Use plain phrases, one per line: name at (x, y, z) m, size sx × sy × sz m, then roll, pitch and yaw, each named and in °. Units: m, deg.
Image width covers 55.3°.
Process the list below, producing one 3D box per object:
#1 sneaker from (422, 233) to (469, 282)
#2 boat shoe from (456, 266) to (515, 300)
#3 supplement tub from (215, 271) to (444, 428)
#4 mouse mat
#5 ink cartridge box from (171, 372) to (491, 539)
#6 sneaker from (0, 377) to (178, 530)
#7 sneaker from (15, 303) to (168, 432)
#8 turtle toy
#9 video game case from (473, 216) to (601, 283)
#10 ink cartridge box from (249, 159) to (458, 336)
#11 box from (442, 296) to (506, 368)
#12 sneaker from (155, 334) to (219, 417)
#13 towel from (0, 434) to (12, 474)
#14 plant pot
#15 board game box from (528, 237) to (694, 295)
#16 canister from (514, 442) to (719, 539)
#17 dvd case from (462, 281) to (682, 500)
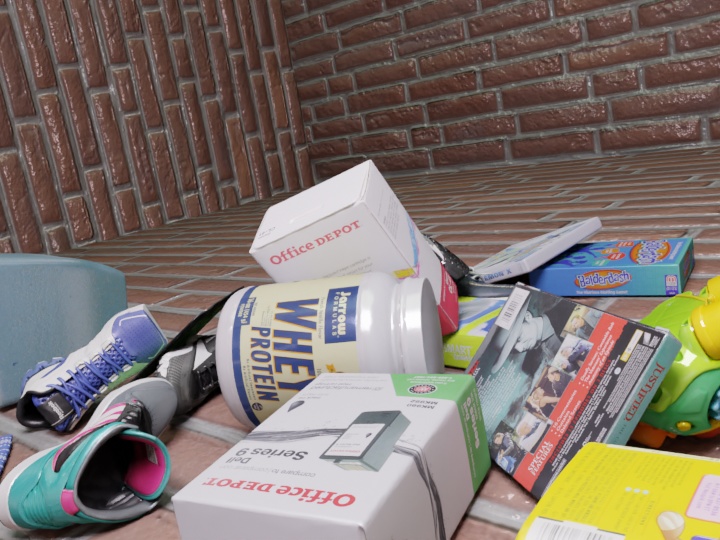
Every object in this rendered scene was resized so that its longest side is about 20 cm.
sneaker at (0.075, -0.003, 0.928) m, size 0.088 × 0.076 × 0.200 m, roll -54°, pitch 23°, yaw 2°
boat shoe at (0.136, 0.026, 0.955) m, size 0.199 × 0.062 × 0.075 m, roll -4°, pitch -19°, yaw 37°
supplement tub at (-0.025, 0.078, 0.680) m, size 0.199 × 0.146 × 0.145 m, roll -7°, pitch 12°, yaw 14°
mouse mat at (-0.228, 0.089, 0.888) m, size 0.161 × 0.008 × 0.200 m, roll -44°, pitch 3°, yaw 11°
ink cartridge box at (-0.009, 0.150, 0.486) m, size 0.145 × 0.085 × 0.200 m, roll -4°, pitch 14°, yaw 28°
sneaker at (-0.206, 0.156, 0.614) m, size 0.120 × 0.084 × 0.200 m, roll -9°, pitch 19°, yaw 31°
sneaker at (-0.324, 0.133, 0.815) m, size 0.199 × 0.081 × 0.115 m, roll -31°, pitch 22°, yaw 2°
turtle toy at (0.269, 0.074, 0.560) m, size 0.146 × 0.101 × 0.200 m, roll -34°, pitch -5°, yaw 40°
video game case at (0.245, -0.021, 1.057) m, size 0.200 × 0.022 × 0.182 m, roll -26°, pitch 3°, yaw -37°
ink cartridge box at (0.000, 0.000, 0.761) m, size 0.147 × 0.200 × 0.086 m, roll -22°, pitch 31°, yaw 24°
box at (0.139, 0.073, 0.809) m, size 0.122 × 0.048 × 0.199 m, roll -21°, pitch 15°, yaw -40°
sneaker at (-0.181, 0.115, 0.827) m, size 0.090 × 0.067 × 0.200 m, roll -11°, pitch 10°, yaw 5°
towel at (-0.430, 0.216, 0.671) m, size 0.144 × 0.024 × 0.200 m, roll -13°, pitch 12°, yaw -17°
plant pot at (-0.456, 0.067, 1.009) m, size 0.199 × 0.198 × 0.195 m, roll -8°, pitch 8°, yaw -40°
board game box at (0.362, -0.005, 0.987) m, size 0.199 × 0.045 × 0.152 m, roll -2°, pitch 14°, yaw 32°
canister at (0.190, 0.150, 0.326) m, size 0.199 × 0.087 × 0.148 m, roll -2°, pitch 15°, yaw 40°
dvd case at (0.145, 0.091, 0.550) m, size 0.022 × 0.146 × 0.200 m, roll 31°, pitch -2°, yaw -20°
